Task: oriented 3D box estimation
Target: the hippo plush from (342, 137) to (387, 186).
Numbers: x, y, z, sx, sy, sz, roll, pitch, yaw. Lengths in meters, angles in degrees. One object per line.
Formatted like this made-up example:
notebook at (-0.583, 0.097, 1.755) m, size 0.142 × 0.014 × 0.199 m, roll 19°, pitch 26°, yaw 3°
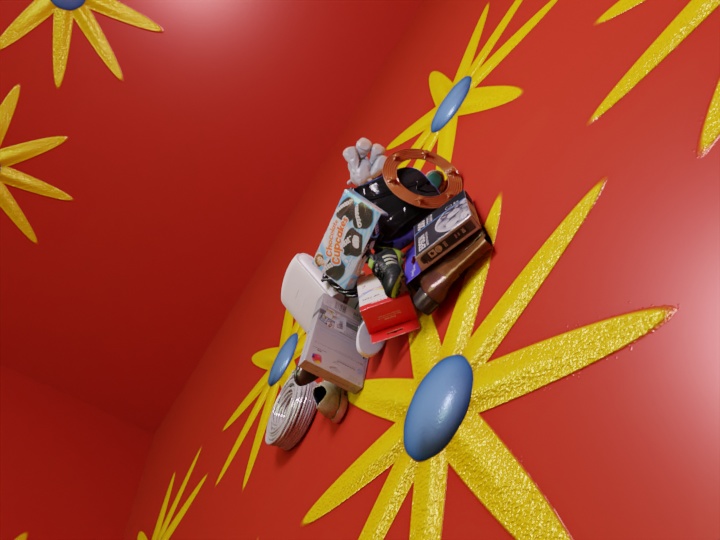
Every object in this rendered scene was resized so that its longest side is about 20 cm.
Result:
hippo plush at (0.025, -0.359, 2.233) m, size 0.161 × 0.158 × 0.202 m, roll 118°, pitch 139°, yaw -86°

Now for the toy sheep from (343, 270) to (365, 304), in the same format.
toy sheep at (-0.056, 0.055, 1.748) m, size 0.138 × 0.137 × 0.201 m, roll -96°, pitch 27°, yaw -63°

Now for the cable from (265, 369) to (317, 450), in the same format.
cable at (-0.183, 0.377, 1.674) m, size 0.201 × 0.069 × 0.200 m, roll -56°, pitch 18°, yaw 17°

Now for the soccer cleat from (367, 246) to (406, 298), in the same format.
soccer cleat at (0.054, 0.002, 1.359) m, size 0.200 × 0.080 × 0.068 m, roll -79°, pitch 4°, yaw -67°

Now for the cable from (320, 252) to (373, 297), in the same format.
cable at (0.000, 0.000, 1.624) m, size 0.200 × 0.162 × 0.051 m, roll -45°, pitch -37°, yaw -51°

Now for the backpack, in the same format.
backpack at (0.088, -0.146, 1.534) m, size 0.199 × 0.184 × 0.147 m, roll -30°, pitch -19°, yaw -14°

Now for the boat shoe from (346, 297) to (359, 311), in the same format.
boat shoe at (-0.024, 0.132, 1.650) m, size 0.201 × 0.073 × 0.067 m, roll -54°, pitch -10°, yaw 21°

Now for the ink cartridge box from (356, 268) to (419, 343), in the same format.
ink cartridge box at (0.059, 0.070, 1.396) m, size 0.115 × 0.068 × 0.200 m, roll -20°, pitch 25°, yaw 5°

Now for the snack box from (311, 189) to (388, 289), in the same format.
snack box at (-0.027, -0.072, 1.451) m, size 0.037 × 0.116 × 0.201 m, roll -4°, pitch -56°, yaw -56°

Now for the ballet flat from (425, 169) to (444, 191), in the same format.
ballet flat at (0.158, -0.176, 1.642) m, size 0.200 × 0.070 × 0.065 m, roll -50°, pitch -8°, yaw 22°

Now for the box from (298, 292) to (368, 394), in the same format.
box at (-0.050, 0.170, 1.483) m, size 0.041 × 0.155 × 0.201 m, roll -46°, pitch 22°, yaw 42°

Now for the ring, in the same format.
ring at (0.150, -0.226, 1.496) m, size 0.019 × 0.198 × 0.202 m, roll 108°, pitch 178°, yaw -51°

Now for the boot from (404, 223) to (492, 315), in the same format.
boot at (0.179, -0.025, 1.304) m, size 0.200 × 0.068 × 0.189 m, roll -50°, pitch 10°, yaw 16°

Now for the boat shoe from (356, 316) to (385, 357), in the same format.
boat shoe at (0.023, 0.134, 1.488) m, size 0.066 × 0.069 × 0.201 m, roll -54°, pitch 16°, yaw 43°

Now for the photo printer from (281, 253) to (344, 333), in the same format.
photo printer at (-0.138, 0.064, 1.693) m, size 0.200 × 0.069 × 0.167 m, roll 47°, pitch 129°, yaw 33°

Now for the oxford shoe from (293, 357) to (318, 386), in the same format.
oxford shoe at (-0.081, 0.215, 1.536) m, size 0.200 × 0.073 × 0.084 m, roll -37°, pitch 25°, yaw -34°

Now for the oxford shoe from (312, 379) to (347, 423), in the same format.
oxford shoe at (-0.077, 0.283, 1.513) m, size 0.071 × 0.073 × 0.200 m, roll -56°, pitch 17°, yaw 13°

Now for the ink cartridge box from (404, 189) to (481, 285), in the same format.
ink cartridge box at (0.162, -0.076, 1.350) m, size 0.200 × 0.043 × 0.198 m, roll -39°, pitch 15°, yaw 17°
